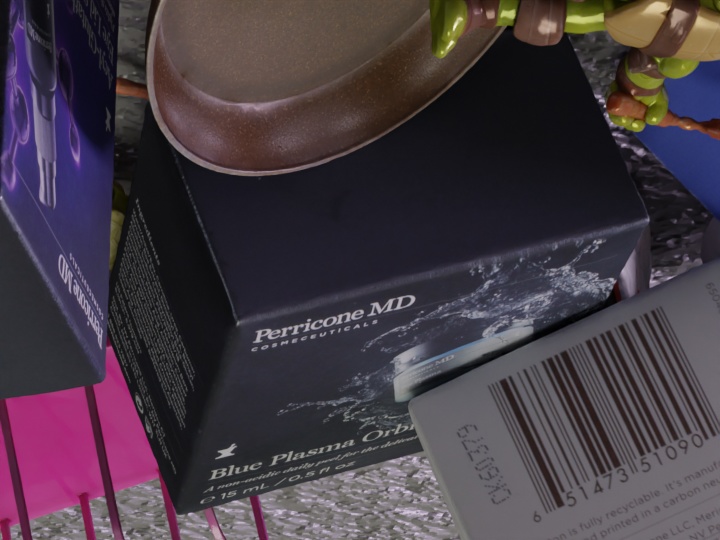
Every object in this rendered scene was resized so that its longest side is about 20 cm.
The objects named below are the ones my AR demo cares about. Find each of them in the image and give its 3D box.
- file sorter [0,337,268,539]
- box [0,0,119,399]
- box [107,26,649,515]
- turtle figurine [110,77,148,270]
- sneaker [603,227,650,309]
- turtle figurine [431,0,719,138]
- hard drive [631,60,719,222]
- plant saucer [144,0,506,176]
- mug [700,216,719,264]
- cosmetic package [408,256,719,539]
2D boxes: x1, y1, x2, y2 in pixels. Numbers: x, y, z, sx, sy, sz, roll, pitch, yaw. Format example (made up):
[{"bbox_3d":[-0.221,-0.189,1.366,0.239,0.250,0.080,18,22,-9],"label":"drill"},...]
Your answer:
[{"bbox_3d":[-0.155,0.131,1.394,0.199,0.126,0.139,-18,148,6],"label":"file sorter"},{"bbox_3d":[-0.163,-0.068,1.073,0.103,0.201,0.148,-6,151,8],"label":"box"},{"bbox_3d":[0.000,0.000,1.238,0.195,0.118,0.200,-14,154,-19],"label":"box"},{"bbox_3d":[-0.141,-0.016,1.310,0.160,0.065,0.200,-10,150,15],"label":"turtle figurine"},{"bbox_3d":[0.104,0.023,1.374,0.081,0.078,0.200,2,151,6],"label":"sneaker"},{"bbox_3d":[0.116,-0.107,1.059,0.160,0.065,0.200,11,166,-14],"label":"turtle figurine"},{"bbox_3d":[0.196,-0.065,1.155,0.132,0.025,0.200,45,154,1],"label":"hard drive"},{"bbox_3d":[-0.006,-0.123,1.078,0.199,0.032,0.201,-29,148,-20],"label":"plant saucer"},{"bbox_3d":[0.271,0.027,1.303,0.185,0.154,0.149,-23,148,14],"label":"mug"},{"bbox_3d":[0.137,0.128,1.275,0.164,0.166,0.200,-25,156,1],"label":"cosmetic package"}]
